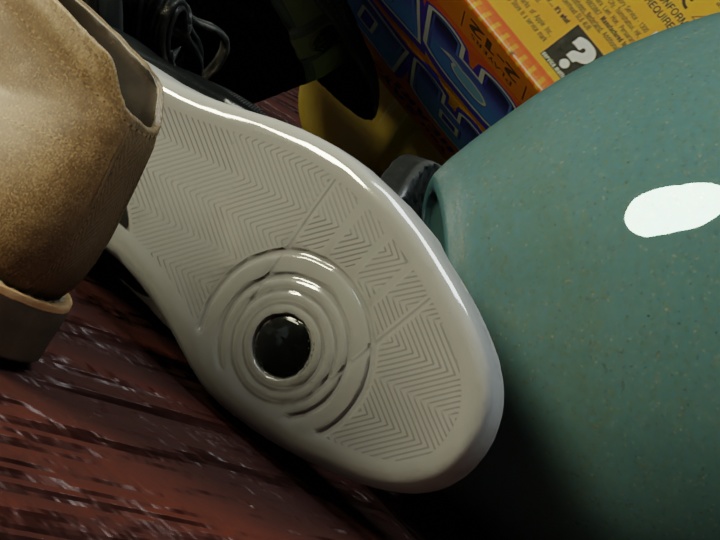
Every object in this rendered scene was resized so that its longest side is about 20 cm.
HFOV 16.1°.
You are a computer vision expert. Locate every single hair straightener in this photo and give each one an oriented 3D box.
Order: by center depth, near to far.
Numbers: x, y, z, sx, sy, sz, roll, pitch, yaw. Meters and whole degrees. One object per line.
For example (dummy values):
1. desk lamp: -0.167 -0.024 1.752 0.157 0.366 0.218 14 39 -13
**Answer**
1. hair straightener: -0.071 -0.074 0.799 0.200 0.077 0.041 76 -5 -68

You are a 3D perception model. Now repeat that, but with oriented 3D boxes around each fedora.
1. fedora: -0.076 -0.115 0.985 0.201 0.092 0.201 54 -4 5

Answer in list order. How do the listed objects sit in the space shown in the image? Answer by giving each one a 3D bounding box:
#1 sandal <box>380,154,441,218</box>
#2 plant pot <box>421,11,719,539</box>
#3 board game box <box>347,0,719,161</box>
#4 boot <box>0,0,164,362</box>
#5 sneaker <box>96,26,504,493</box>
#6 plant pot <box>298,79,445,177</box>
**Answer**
1. sandal: 0.000 0.001 0.841 0.048 0.075 0.200 12 -2 4
2. plant pot: 0.087 0.017 0.736 0.135 0.200 0.200 0 12 -5
3. board game box: 0.115 -0.122 0.961 0.200 0.200 0.200 51 -8 9
4. boot: -0.123 -0.065 0.609 0.200 0.076 0.074 39 9 27
5. sneaker: -0.024 -0.010 0.718 0.200 0.073 0.112 38 9 22
6. plant pot: 0.102 -0.049 1.150 0.189 0.201 0.201 56 15 25
